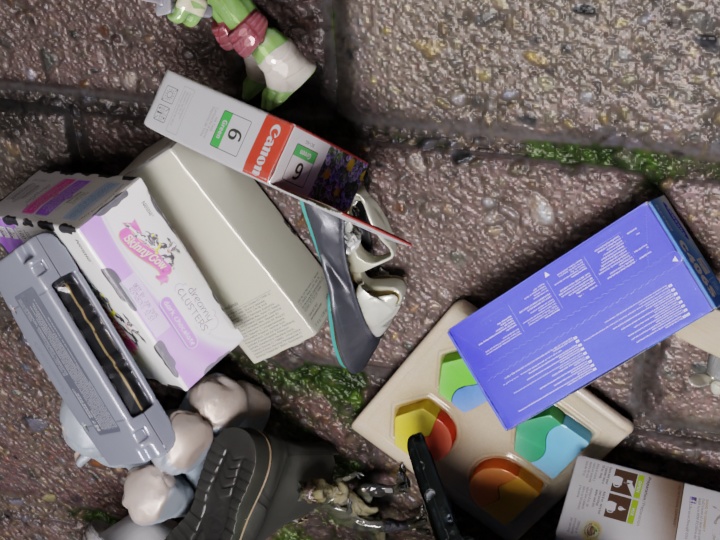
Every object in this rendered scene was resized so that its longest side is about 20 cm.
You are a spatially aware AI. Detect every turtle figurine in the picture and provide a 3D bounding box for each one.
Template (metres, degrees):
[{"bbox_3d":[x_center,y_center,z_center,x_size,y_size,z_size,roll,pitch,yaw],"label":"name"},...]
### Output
[{"bbox_3d":[-0.138,-0.190,1.023,0.144,0.200,0.194,-14,126,47],"label":"turtle figurine"}]

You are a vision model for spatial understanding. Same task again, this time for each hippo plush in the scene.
[{"bbox_3d":[-0.186,0.143,1.305,0.160,0.160,0.200,32,173,23],"label":"hippo plush"}]

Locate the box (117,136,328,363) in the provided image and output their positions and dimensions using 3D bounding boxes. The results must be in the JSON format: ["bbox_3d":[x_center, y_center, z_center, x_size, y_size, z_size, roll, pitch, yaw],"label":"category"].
[{"bbox_3d":[-0.110,-0.025,1.180,0.082,0.068,0.200,-25,109,34],"label":"box"}]

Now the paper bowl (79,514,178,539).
[{"bbox_3d":[-0.188,0.312,1.381,0.200,0.105,0.201,33,173,5],"label":"paper bowl"}]

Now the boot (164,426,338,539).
[{"bbox_3d":[-0.097,0.240,1.264,0.077,0.138,0.201,36,103,35],"label":"boot"}]

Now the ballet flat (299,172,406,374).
[{"bbox_3d":[0.000,0.000,1.151,0.073,0.073,0.201,0,119,23],"label":"ballet flat"}]

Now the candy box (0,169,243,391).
[{"bbox_3d":[-0.212,0.005,1.183,0.200,0.072,0.168,8,134,54],"label":"candy box"}]

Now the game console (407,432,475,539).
[{"bbox_3d":[0.128,0.235,1.193,0.116,0.176,0.200,-19,145,-2],"label":"game console"}]

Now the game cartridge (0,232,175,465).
[{"bbox_3d":[-0.230,0.068,1.151,0.133,0.040,0.201,-19,103,58],"label":"game cartridge"}]

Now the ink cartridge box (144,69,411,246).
[{"bbox_3d":[-0.054,-0.084,1.049,0.200,0.109,0.051,25,92,32],"label":"ink cartridge box"}]

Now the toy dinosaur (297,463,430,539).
[{"bbox_3d":[0.012,0.221,1.288,0.088,0.048,0.200,-16,144,17],"label":"toy dinosaur"}]

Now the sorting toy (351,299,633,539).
[{"bbox_3d":[0.108,0.139,1.217,0.185,0.037,0.200,36,129,-3],"label":"sorting toy"}]

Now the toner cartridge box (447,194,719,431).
[{"bbox_3d":[0.172,0.035,1.081,0.200,0.043,0.095,-34,83,29],"label":"toner cartridge box"}]

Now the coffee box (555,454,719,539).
[{"bbox_3d":[0.266,0.235,1.165,0.199,0.080,0.115,13,150,15],"label":"coffee box"}]

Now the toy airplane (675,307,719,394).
[{"bbox_3d":[0.349,0.091,1.036,0.199,0.141,0.201,-24,74,23],"label":"toy airplane"}]
